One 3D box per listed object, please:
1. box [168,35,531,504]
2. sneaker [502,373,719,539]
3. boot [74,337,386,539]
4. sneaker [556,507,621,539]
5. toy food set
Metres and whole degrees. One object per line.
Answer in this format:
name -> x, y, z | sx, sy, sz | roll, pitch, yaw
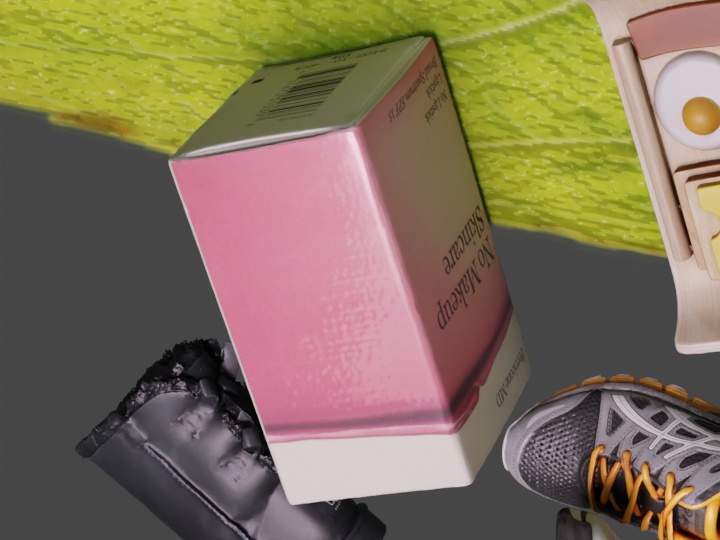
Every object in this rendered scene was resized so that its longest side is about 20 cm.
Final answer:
box -> 0.000, 0.000, 1.124 | 0.108, 0.128, 0.201 | -9, 113, 25
sneaker -> 0.167, 0.110, 1.145 | 0.199, 0.077, 0.079 | 6, 120, 21
boot -> -0.098, 0.146, 1.275 | 0.162, 0.073, 0.198 | 44, 117, -6
sneaker -> 0.166, 0.173, 1.147 | 0.115, 0.076, 0.201 | -2, 155, 16
toy food set -> 0.194, -0.058, 1.055 | 0.143, 0.060, 0.201 | -9, 112, 26
